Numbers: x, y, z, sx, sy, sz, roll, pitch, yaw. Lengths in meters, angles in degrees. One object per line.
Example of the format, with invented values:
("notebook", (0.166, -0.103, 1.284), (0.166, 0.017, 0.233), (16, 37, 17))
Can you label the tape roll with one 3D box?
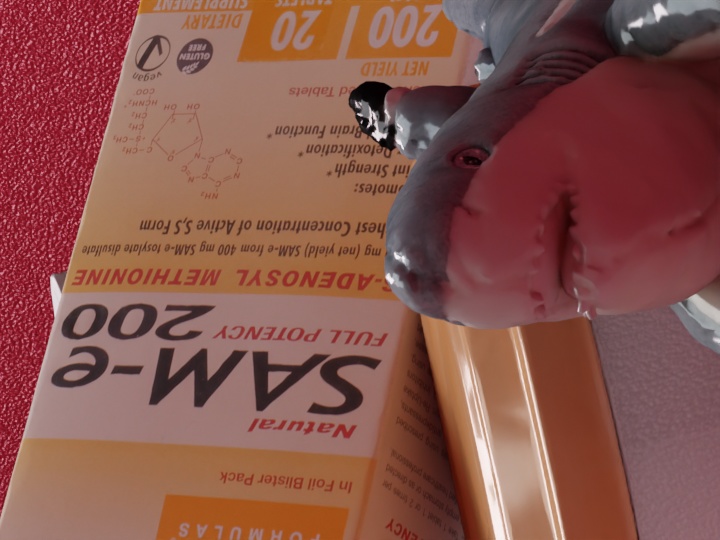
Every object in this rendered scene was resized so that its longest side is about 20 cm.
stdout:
("tape roll", (0.076, 0.054, 0.721), (0.203, 0.037, 0.204), (169, 90, -89))

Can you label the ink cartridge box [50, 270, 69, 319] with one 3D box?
("ink cartridge box", (-0.073, 0.094, 1.070), (0.200, 0.050, 0.109), (89, 160, -53))

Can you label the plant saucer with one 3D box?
("plant saucer", (0.042, 0.053, 0.703), (0.200, 0.032, 0.201), (168, 90, -89))

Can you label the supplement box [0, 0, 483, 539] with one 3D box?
("supplement box", (-0.021, 0.014, 0.831), (0.074, 0.126, 0.201), (41, -125, -53))

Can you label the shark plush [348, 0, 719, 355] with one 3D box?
("shark plush", (0.035, -0.044, 0.575), (0.200, 0.083, 0.091), (-104, 3, -58))
